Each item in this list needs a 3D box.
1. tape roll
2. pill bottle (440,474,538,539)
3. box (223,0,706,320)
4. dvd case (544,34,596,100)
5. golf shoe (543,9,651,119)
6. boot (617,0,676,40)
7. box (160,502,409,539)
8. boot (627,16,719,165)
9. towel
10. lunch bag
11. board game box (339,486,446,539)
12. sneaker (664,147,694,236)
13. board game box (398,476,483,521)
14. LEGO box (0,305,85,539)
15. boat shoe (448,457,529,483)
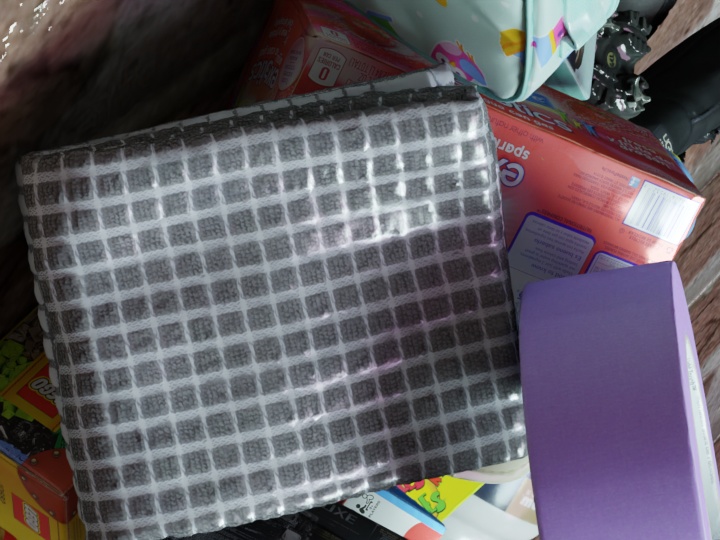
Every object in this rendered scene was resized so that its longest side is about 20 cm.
[{"bbox_3d":[0.115,0.099,1.005,0.200,0.065,0.201,-10,90,-81],"label":"tape roll"},{"bbox_3d":[0.092,0.106,1.580,0.200,0.116,0.116,-60,160,6],"label":"pill bottle"},{"bbox_3d":[0.040,-0.041,1.096,0.103,0.199,0.095,-64,-161,17],"label":"box"},{"bbox_3d":[0.098,-0.197,1.147,0.146,0.022,0.201,44,50,-69],"label":"dvd case"},{"bbox_3d":[0.062,-0.120,1.229,0.200,0.094,0.078,27,68,-45],"label":"golf shoe"},{"bbox_3d":[0.134,-0.202,1.319,0.131,0.070,0.200,-15,134,-48],"label":"boot"},{"bbox_3d":[0.001,0.159,1.038,0.050,0.200,0.158,-64,176,14],"label":"box"},{"bbox_3d":[0.151,-0.092,1.378,0.200,0.165,0.066,-41,118,-39],"label":"boot"},{"bbox_3d":[-0.029,0.013,0.975,0.199,0.166,0.086,-12,-175,-10],"label":"towel"},{"bbox_3d":[0.035,-0.165,0.973,0.077,0.160,0.200,-49,158,-20],"label":"lunch bag"},{"bbox_3d":[-0.059,0.177,1.255,0.196,0.056,0.200,-57,-161,-2],"label":"board game box"},{"bbox_3d":[0.075,-0.039,1.241,0.083,0.199,0.071,-24,114,-44],"label":"sneaker"},{"bbox_3d":[0.039,0.101,1.404,0.102,0.048,0.200,-42,-176,2],"label":"board game box"},{"bbox_3d":[-0.114,0.090,1.122,0.149,0.077,0.200,-46,157,-31],"label":"LEGO box"},{"bbox_3d":[0.004,0.048,1.097,0.200,0.059,0.072,18,100,-41],"label":"boat shoe"}]
